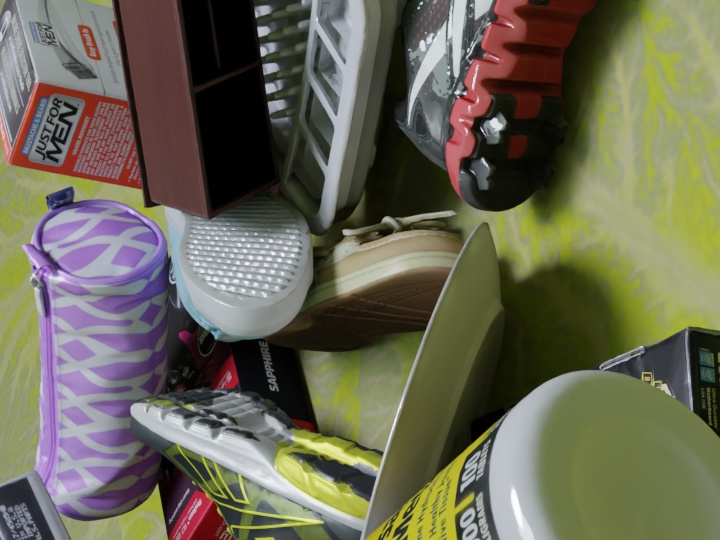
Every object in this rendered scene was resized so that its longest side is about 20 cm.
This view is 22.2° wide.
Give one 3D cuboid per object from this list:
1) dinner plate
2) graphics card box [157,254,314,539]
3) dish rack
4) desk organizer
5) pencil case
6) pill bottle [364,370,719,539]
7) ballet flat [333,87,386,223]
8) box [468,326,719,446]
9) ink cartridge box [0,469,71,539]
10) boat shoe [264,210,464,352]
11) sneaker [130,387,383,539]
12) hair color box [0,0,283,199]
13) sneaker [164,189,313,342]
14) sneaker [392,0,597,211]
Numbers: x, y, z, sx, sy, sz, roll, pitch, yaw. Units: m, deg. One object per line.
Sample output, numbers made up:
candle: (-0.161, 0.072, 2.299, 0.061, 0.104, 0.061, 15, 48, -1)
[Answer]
dinner plate: (0.036, 0.077, 0.845, 0.200, 0.024, 0.202, 17, -90, -79)
graphics card box: (-0.090, 0.072, 1.155, 0.126, 0.050, 0.201, -57, 34, 37)
dish rack: (-0.037, -0.139, 0.981, 0.201, 0.043, 0.173, 55, 149, 35)
desk organizer: (-0.080, -0.132, 0.945, 0.077, 0.071, 0.202, 17, 119, 58)
pencil case: (-0.157, 0.055, 1.092, 0.084, 0.085, 0.202, 32, 134, 34)
pill bottle: (0.052, 0.132, 0.692, 0.200, 0.111, 0.113, -48, 41, 44)
ballet flat: (-0.015, -0.128, 1.066, 0.069, 0.069, 0.202, -39, 48, 51)
box: (0.106, 0.142, 0.757, 0.159, 0.049, 0.202, -30, 55, 53)
ink cartridge box: (-0.169, 0.250, 1.105, 0.198, 0.047, 0.201, 58, 156, 25)
boat shoe: (0.000, 0.000, 0.983, 0.200, 0.073, 0.063, -21, 62, 61)
sneaker: (-0.056, 0.123, 0.996, 0.199, 0.074, 0.086, 20, 107, 39)
hair color box: (-0.117, -0.099, 1.104, 0.064, 0.198, 0.111, -62, 31, 29)
sneaker: (-0.062, 0.007, 0.994, 0.200, 0.073, 0.083, -116, 14, -67)
sneaker: (0.069, -0.135, 0.884, 0.098, 0.070, 0.202, 33, 112, 41)
